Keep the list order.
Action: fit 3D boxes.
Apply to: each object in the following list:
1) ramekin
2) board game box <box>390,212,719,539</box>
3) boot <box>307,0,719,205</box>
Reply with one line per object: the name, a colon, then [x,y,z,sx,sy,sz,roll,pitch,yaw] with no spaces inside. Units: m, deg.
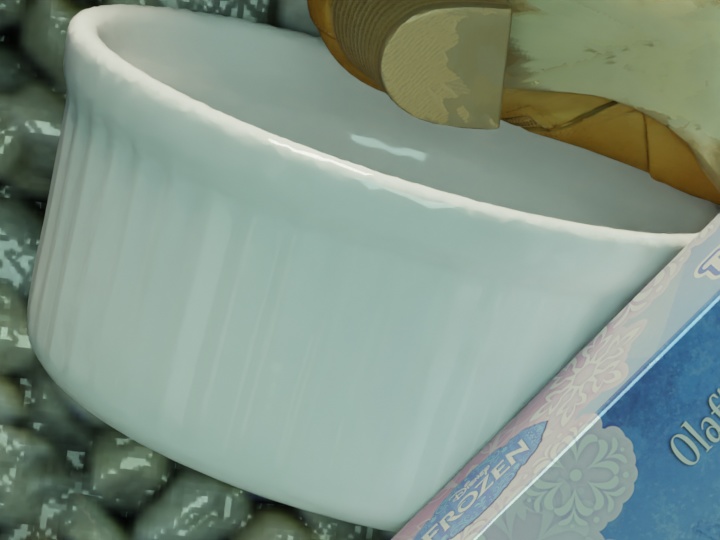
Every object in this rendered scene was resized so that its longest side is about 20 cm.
ramekin: [0.000,0.000,0.836,0.200,0.201,0.098,17,103,-6]
board game box: [0.140,0.079,0.768,0.200,0.043,0.199,-45,106,3]
boot: [0.083,-0.072,0.857,0.200,0.144,0.071,9,110,-12]
